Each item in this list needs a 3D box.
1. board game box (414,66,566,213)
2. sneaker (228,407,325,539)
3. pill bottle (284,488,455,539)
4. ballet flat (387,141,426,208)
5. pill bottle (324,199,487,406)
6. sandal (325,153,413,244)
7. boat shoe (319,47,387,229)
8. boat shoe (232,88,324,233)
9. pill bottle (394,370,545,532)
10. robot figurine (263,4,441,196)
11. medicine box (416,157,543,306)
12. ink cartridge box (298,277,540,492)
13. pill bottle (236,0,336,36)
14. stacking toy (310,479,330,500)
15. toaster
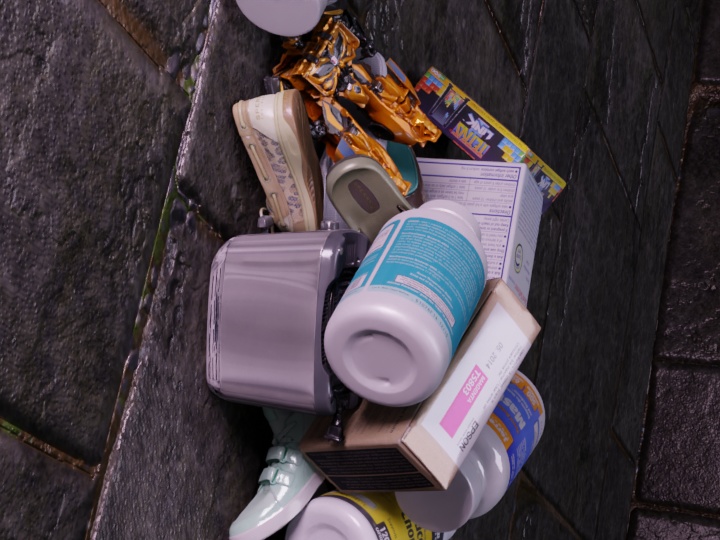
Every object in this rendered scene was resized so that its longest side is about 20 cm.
[{"bbox_3d":[0.156,-0.156,1.980,0.057,0.165,0.200,-49,159,7],"label":"board game box"},{"bbox_3d":[-0.085,0.169,1.573,0.118,0.074,0.201,47,65,-9],"label":"sneaker"},{"bbox_3d":[0.020,0.261,1.622,0.199,0.111,0.114,-14,108,-57],"label":"pill bottle"},{"bbox_3d":[0.043,-0.065,1.762,0.067,0.067,0.202,94,-20,-73],"label":"ballet flat"},{"bbox_3d":[0.049,0.020,1.442,0.201,0.109,0.112,-60,148,-48],"label":"pill bottle"},{"bbox_3d":[0.036,-0.032,1.602,0.201,0.080,0.058,42,12,-34],"label":"sandal"},{"bbox_3d":[0.002,-0.129,1.696,0.067,0.073,0.203,37,65,-73],"label":"boat shoe"},{"bbox_3d":[-0.073,-0.090,1.544,0.074,0.062,0.201,-87,170,-46],"label":"boat shoe"},{"bbox_3d":[0.106,0.177,1.608,0.200,0.111,0.114,-41,133,-61],"label":"pill bottle"},{"bbox_3d":[-0.008,-0.168,1.592,0.200,0.058,0.146,45,64,-35],"label":"robot figurine"},{"bbox_3d":[0.097,-0.017,1.825,0.103,0.180,0.202,44,54,-63],"label":"medicine box"},{"bbox_3d":[0.055,0.110,1.524,0.075,0.164,0.201,48,59,-22],"label":"ink cartridge box"},{"bbox_3d":[-0.045,-0.313,1.478,0.112,0.110,0.201,70,32,-48],"label":"pill bottle"},{"bbox_3d":[-0.018,0.170,1.677,0.201,0.145,0.146,-61,152,-18],"label":"stacking toy"},{"bbox_3d":[-0.065,0.052,1.483,0.113,0.128,0.203,-8,102,-68],"label":"toaster"}]
